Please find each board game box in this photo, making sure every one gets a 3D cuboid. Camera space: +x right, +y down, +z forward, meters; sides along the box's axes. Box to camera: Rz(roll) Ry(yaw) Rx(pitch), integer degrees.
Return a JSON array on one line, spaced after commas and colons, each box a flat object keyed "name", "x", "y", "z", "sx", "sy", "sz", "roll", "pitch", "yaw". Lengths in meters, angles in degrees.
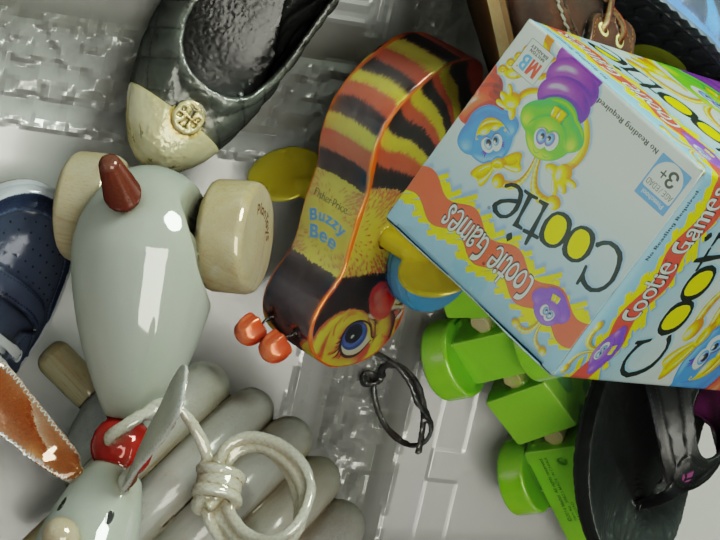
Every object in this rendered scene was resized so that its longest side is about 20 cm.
[{"name": "board game box", "x": 0.121, "y": -0.022, "z": 1.156, "sx": 0.103, "sy": 0.105, "sz": 0.200, "roll": -54, "pitch": 153, "yaw": 16}]

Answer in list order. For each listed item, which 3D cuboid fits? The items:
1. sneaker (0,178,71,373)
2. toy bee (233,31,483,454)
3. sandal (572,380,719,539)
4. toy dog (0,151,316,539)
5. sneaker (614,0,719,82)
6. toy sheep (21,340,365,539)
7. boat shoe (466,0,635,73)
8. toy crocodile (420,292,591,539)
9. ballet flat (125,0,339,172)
[{"name": "sneaker", "x": -0.183, "y": 0.057, "z": 1.191, "sx": 0.070, "sy": 0.109, "sz": 0.200, "roll": 37, "pitch": 94, "yaw": -24}, {"name": "toy bee", "x": 0.000, "y": 0.000, "z": 1.214, "sx": 0.109, "sy": 0.131, "sz": 0.201, "roll": -17, "pitch": 104, "yaw": -40}, {"name": "sandal", "x": 0.151, "y": 0.046, "z": 1.278, "sx": 0.075, "sy": 0.048, "sz": 0.201, "roll": 32, "pitch": 69, "yaw": -35}, {"name": "toy dog", "x": -0.101, "y": 0.031, "z": 1.150, "sx": 0.132, "sy": 0.201, "sz": 0.096, "roll": -14, "pitch": 158, "yaw": 13}, {"name": "sneaker", "x": 0.130, "y": -0.145, "z": 1.247, "sx": 0.200, "sy": 0.066, "sz": 0.079, "roll": 41, "pitch": 62, "yaw": -34}, {"name": "toy sheep", "x": -0.075, "y": 0.111, "z": 1.234, "sx": 0.138, "sy": 0.138, "sz": 0.200, "roll": -44, "pitch": 93, "yaw": 0}, {"name": "boat shoe", "x": 0.087, "y": -0.097, "z": 1.219, "sx": 0.070, "sy": 0.071, "sz": 0.200, "roll": -17, "pitch": 143, "yaw": 2}, {"name": "toy crocodile", "x": 0.088, "y": 0.061, "z": 1.307, "sx": 0.067, "sy": 0.062, "sz": 0.200, "roll": -15, "pitch": 120, "yaw": 31}, {"name": "ballet flat", "x": -0.036, "y": -0.127, "z": 1.202, "sx": 0.066, "sy": 0.057, "sz": 0.200, "roll": 36, "pitch": 92, "yaw": -23}]
